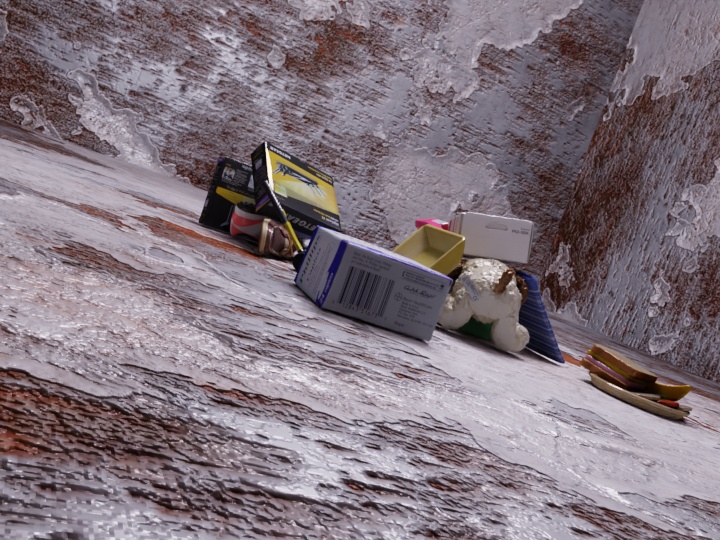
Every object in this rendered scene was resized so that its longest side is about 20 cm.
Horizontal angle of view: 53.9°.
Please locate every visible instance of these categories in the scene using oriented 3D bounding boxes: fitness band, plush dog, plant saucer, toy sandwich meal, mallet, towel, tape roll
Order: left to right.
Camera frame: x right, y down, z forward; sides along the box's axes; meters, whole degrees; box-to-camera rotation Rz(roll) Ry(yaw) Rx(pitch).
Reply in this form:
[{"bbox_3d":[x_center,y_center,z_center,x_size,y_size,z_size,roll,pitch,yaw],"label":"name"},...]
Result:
[{"bbox_3d":[-0.138,-0.084,1.386,0.201,0.041,0.066,64,13,14],"label":"mallet"},{"bbox_3d":[0.098,0.002,1.351,0.049,0.200,0.200,52,-6,-19],"label":"plant saucer"},{"bbox_3d":[0.151,-0.034,1.486,0.037,0.145,0.200,-5,10,-14],"label":"fitness band"},{"bbox_3d":[0.202,0.087,1.456,0.199,0.048,0.200,20,4,-2],"label":"tape roll"},{"bbox_3d":[0.235,0.033,1.317,0.199,0.161,0.172,19,26,-3],"label":"plush dog"},{"bbox_3d":[0.344,0.085,1.442,0.201,0.024,0.145,66,-14,-19],"label":"towel"},{"bbox_3d":[0.507,0.202,1.294,0.204,0.071,0.205,20,4,-2],"label":"toy sandwich meal"}]

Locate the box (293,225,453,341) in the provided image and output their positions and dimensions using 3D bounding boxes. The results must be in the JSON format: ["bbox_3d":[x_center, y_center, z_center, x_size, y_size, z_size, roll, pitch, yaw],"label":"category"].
[{"bbox_3d":[0.014,0.015,1.112,0.183,0.106,0.200,19,4,-20],"label":"box"}]

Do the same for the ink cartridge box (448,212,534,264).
[{"bbox_3d":[0.260,-0.062,1.457,0.146,0.084,0.200,8,0,2],"label":"ink cartridge box"}]

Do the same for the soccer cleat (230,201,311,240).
[{"bbox_3d":[-0.192,-0.093,1.571,0.199,0.074,0.068,14,24,-29],"label":"soccer cleat"}]

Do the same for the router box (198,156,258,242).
[{"bbox_3d":[-0.244,-0.150,1.595,0.199,0.158,0.052,19,0,-27],"label":"router box"}]

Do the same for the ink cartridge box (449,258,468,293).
[{"bbox_3d":[0.202,0.037,1.647,0.148,0.076,0.199,40,-20,-32],"label":"ink cartridge box"}]

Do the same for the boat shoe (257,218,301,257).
[{"bbox_3d":[-0.160,-0.062,1.447,0.071,0.073,0.200,9,-3,5],"label":"boat shoe"}]

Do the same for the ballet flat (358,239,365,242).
[{"bbox_3d":[0.012,-0.034,1.624,0.066,0.067,0.200,0,8,-11],"label":"ballet flat"}]

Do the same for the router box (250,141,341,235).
[{"bbox_3d":[-0.137,-0.166,1.517,0.199,0.052,0.158,22,45,-41],"label":"router box"}]

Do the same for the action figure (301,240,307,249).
[{"bbox_3d":[-0.063,-0.021,1.581,0.118,0.055,0.200,20,7,-46],"label":"action figure"}]
